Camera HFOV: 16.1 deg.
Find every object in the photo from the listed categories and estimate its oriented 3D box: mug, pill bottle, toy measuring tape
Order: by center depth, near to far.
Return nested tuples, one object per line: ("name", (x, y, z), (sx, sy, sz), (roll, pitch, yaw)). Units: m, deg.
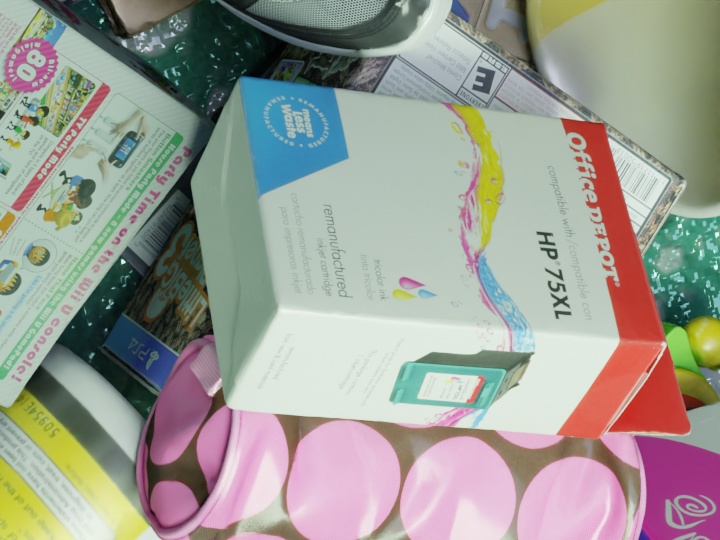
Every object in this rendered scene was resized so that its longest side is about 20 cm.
("pill bottle", (-0.166, 0.135, 1.063), (0.200, 0.114, 0.114), (-42, 111, -13))
("mug", (0.177, -0.139, 1.157), (0.153, 0.149, 0.187), (-31, 127, -30))
("toy measuring tape", (0.115, 0.105, 1.207), (0.074, 0.074, 0.200), (45, 79, -22))

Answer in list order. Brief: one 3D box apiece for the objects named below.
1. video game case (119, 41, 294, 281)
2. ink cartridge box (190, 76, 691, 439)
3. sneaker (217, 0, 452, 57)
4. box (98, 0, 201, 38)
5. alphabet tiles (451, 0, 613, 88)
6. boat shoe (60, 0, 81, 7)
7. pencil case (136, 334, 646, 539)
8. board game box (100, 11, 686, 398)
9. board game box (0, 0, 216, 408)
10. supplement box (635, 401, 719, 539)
("video game case", (0.000, 0.000, 1.165), (0.143, 0.019, 0.200), (-48, 113, -7))
("ink cartridge box", (0.043, -0.002, 0.996), (0.199, 0.067, 0.117), (5, 51, -22))
("sneaker", (-0.065, -0.139, 1.000), (0.200, 0.114, 0.076), (30, 107, 15))
("box", (-0.054, -0.219, 1.110), (0.200, 0.021, 0.164), (-30, 106, -15))
("alphabet tiles", (0.047, -0.144, 1.176), (0.167, 0.008, 0.201), (19, 89, -25))
("boat shoe", (-0.193, -0.083, 1.050), (0.200, 0.072, 0.068), (-39, 109, -22))
("pencil case", (0.015, 0.076, 1.024), (0.199, 0.091, 0.094), (7, 129, -23))
("board game box", (0.013, -0.002, 1.107), (0.159, 0.097, 0.200), (33, 88, -23))
("board game box", (-0.176, -0.055, 0.992), (0.200, 0.064, 0.148), (35, 95, -40))
("supplement box", (0.154, 0.172, 1.173), (0.103, 0.101, 0.201), (-12, 127, -22))
